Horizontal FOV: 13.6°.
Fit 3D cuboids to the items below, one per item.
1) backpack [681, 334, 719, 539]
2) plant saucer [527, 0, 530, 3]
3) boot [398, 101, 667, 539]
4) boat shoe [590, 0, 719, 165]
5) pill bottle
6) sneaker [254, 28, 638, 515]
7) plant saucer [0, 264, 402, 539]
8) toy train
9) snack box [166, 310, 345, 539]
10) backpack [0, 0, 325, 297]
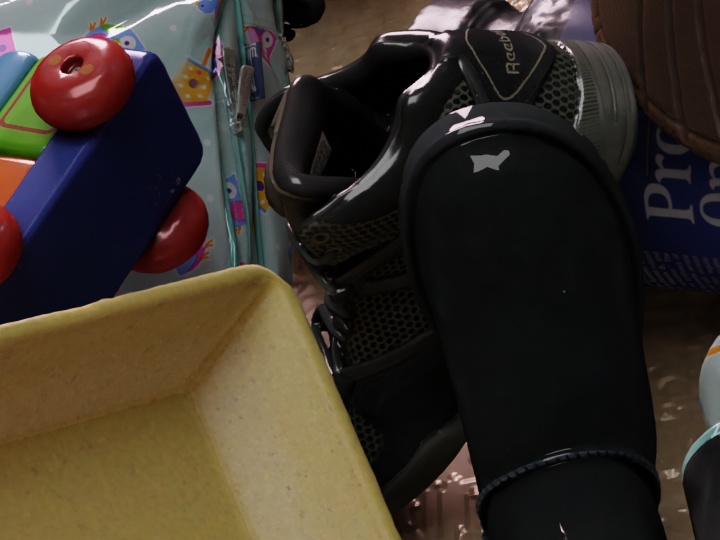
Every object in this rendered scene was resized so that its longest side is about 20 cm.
[{"bbox_3d":[0.197,0.078,0.856,0.199,0.176,0.154,-14,49,5],"label":"backpack"},{"bbox_3d":[0.155,-0.142,1.174,0.199,0.036,0.201,-12,46,12],"label":"plant saucer"},{"bbox_3d":[0.064,0.070,0.908,0.073,0.199,0.163,-11,37,3],"label":"boot"},{"bbox_3d":[0.156,-0.061,0.937,0.075,0.075,0.202,-10,28,-34],"label":"boat shoe"},{"bbox_3d":[0.116,-0.048,1.051,0.199,0.112,0.112,5,52,27],"label":"pill bottle"},{"bbox_3d":[0.000,0.000,0.996,0.114,0.200,0.076,11,38,-25],"label":"sneaker"},{"bbox_3d":[-0.061,0.111,0.878,0.048,0.200,0.201,-29,81,37],"label":"plant saucer"},{"bbox_3d":[-0.142,0.012,0.943,0.115,0.085,0.200,10,54,32],"label":"toy train"},{"bbox_3d":[-0.094,0.120,0.974,0.199,0.053,0.143,-29,88,-3],"label":"snack box"},{"bbox_3d":[-0.097,-0.028,1.077,0.166,0.127,0.201,-10,79,12],"label":"backpack"}]
